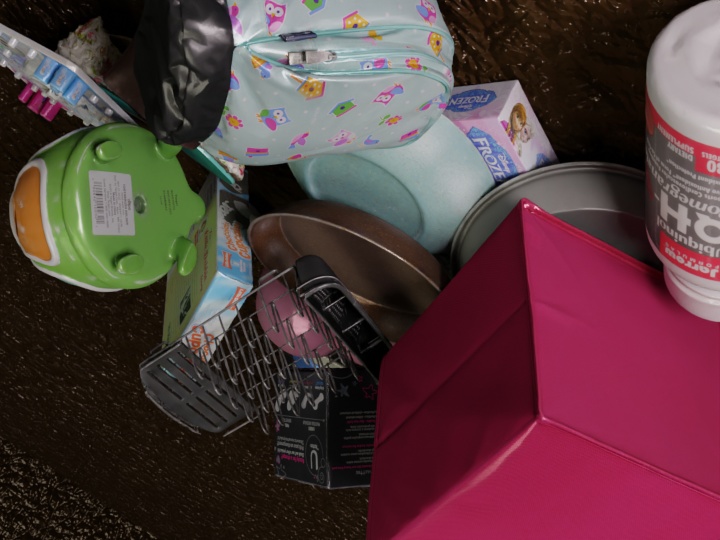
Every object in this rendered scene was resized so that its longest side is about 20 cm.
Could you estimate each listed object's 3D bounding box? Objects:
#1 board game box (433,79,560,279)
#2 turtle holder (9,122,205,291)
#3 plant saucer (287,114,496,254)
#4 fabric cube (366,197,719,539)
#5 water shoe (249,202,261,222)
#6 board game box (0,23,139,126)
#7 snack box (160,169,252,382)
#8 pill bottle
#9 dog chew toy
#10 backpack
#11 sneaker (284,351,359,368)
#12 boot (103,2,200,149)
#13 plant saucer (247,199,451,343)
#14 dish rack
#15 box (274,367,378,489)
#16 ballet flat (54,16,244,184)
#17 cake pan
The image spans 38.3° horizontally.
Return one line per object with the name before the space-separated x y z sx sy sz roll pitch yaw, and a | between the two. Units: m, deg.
board game box | 0.079 -0.061 0.854 0.197 0.041 0.201 2 141 42
turtle holder | -0.216 -0.061 0.894 0.130 0.186 0.143 -5 118 28
plant saucer | 0.011 -0.069 0.819 0.199 0.039 0.202 23 150 14
fabric cube | 0.138 0.112 0.741 0.194 0.202 0.200 24 131 -17
water shoe | -0.177 -0.031 1.104 0.198 0.080 0.072 2 142 42
board game box | -0.285 -0.165 0.952 0.198 0.026 0.200 29 171 24
snack box | -0.141 -0.005 0.954 0.037 0.201 0.117 22 118 -21
pill bottle | 0.231 -0.058 0.641 0.109 0.112 0.201 15 149 25
dog chew toy | 0.001 0.037 1.011 0.197 0.126 0.125 17 150 8
backpack | -0.038 -0.142 0.674 0.197 0.129 0.167 -8 170 -22
sneaker | -0.003 0.141 1.217 0.199 0.077 0.111 37 146 -5
boot | -0.147 -0.186 0.781 0.165 0.073 0.199 -30 127 31
plant saucer | 0.000 0.000 0.869 0.198 0.035 0.201 25 158 10
dish rack | -0.079 0.079 0.873 0.154 0.198 0.055 51 -170 -47
box | 0.023 0.159 1.073 0.197 0.117 0.132 3 174 -29
ballet flat | -0.175 -0.155 0.914 0.199 0.064 0.076 34 172 -6
cake pan | 0.167 0.005 0.800 0.197 0.037 0.202 3 135 3
